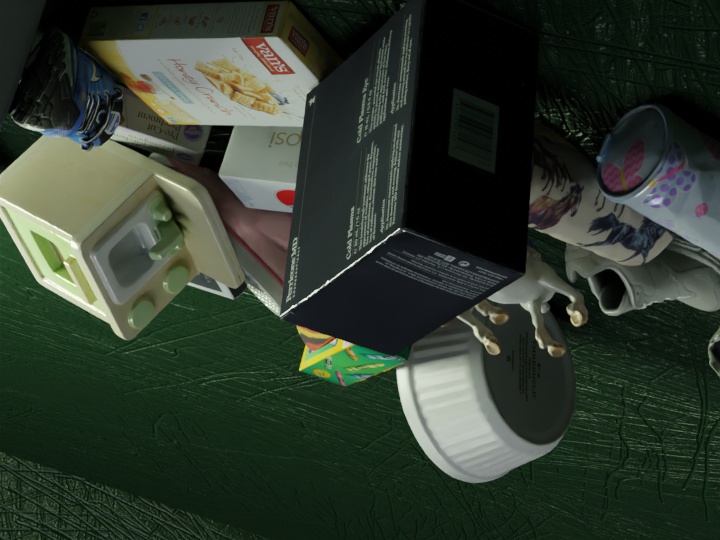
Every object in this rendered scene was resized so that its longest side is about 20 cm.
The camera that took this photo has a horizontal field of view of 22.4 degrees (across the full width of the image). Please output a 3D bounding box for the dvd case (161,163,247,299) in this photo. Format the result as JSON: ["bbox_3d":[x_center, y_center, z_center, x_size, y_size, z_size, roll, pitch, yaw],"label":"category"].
[{"bbox_3d":[-0.206,-0.051,1.749,0.199,0.025,0.151,16,144,48],"label":"dvd case"}]

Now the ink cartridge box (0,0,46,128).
[{"bbox_3d":[-0.364,-0.172,1.489,0.146,0.146,0.200,21,161,-19],"label":"ink cartridge box"}]

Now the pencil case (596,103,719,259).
[{"bbox_3d":[0.277,-0.055,1.411,0.199,0.084,0.091,26,-172,-29],"label":"pencil case"}]

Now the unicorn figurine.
[{"bbox_3d":[0.131,0.017,1.554,0.199,0.074,0.138,25,-156,-38],"label":"unicorn figurine"}]

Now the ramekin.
[{"bbox_3d":[0.133,0.106,1.824,0.094,0.204,0.202,-18,144,40],"label":"ramekin"}]

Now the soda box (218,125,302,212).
[{"bbox_3d":[-0.017,-0.088,1.569,0.199,0.069,0.064,7,158,24],"label":"soda box"}]

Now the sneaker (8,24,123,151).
[{"bbox_3d":[-0.228,-0.143,1.471,0.089,0.079,0.200,34,-170,-16],"label":"sneaker"}]

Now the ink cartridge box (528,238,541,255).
[{"bbox_3d":[0.059,-0.058,1.641,0.199,0.042,0.119,10,162,25],"label":"ink cartridge box"}]

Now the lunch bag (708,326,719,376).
[{"bbox_3d":[0.396,0.057,1.477,0.199,0.164,0.118,11,120,29],"label":"lunch bag"}]

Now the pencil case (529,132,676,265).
[{"bbox_3d":[0.167,-0.059,1.440,0.199,0.078,0.089,16,-160,-40],"label":"pencil case"}]

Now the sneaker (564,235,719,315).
[{"bbox_3d":[0.245,0.007,1.594,0.199,0.093,0.075,27,158,-32],"label":"sneaker"}]

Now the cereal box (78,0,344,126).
[{"bbox_3d":[-0.108,-0.164,1.470,0.199,0.040,0.144,4,157,33],"label":"cereal box"}]

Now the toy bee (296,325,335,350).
[{"bbox_3d":[0.000,0.000,1.660,0.199,0.109,0.131,-24,-177,32],"label":"toy bee"}]

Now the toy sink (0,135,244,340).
[{"bbox_3d":[-0.222,-0.028,1.643,0.199,0.112,0.131,26,151,36],"label":"toy sink"}]

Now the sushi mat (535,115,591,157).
[{"bbox_3d":[0.089,-0.061,1.494,0.199,0.012,0.095,-30,146,24],"label":"sushi mat"}]

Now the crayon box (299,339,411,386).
[{"bbox_3d":[0.005,0.041,1.830,0.058,0.120,0.200,20,164,-14],"label":"crayon box"}]

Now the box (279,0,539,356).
[{"bbox_3d":[0.035,-0.068,1.328,0.104,0.201,0.182,19,151,-25],"label":"box"}]

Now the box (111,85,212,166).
[{"bbox_3d":[-0.232,-0.146,1.624,0.199,0.042,0.039,18,162,-6],"label":"box"}]

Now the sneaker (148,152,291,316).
[{"bbox_3d":[-0.106,-0.061,1.740,0.200,0.105,0.075,46,169,1],"label":"sneaker"}]
